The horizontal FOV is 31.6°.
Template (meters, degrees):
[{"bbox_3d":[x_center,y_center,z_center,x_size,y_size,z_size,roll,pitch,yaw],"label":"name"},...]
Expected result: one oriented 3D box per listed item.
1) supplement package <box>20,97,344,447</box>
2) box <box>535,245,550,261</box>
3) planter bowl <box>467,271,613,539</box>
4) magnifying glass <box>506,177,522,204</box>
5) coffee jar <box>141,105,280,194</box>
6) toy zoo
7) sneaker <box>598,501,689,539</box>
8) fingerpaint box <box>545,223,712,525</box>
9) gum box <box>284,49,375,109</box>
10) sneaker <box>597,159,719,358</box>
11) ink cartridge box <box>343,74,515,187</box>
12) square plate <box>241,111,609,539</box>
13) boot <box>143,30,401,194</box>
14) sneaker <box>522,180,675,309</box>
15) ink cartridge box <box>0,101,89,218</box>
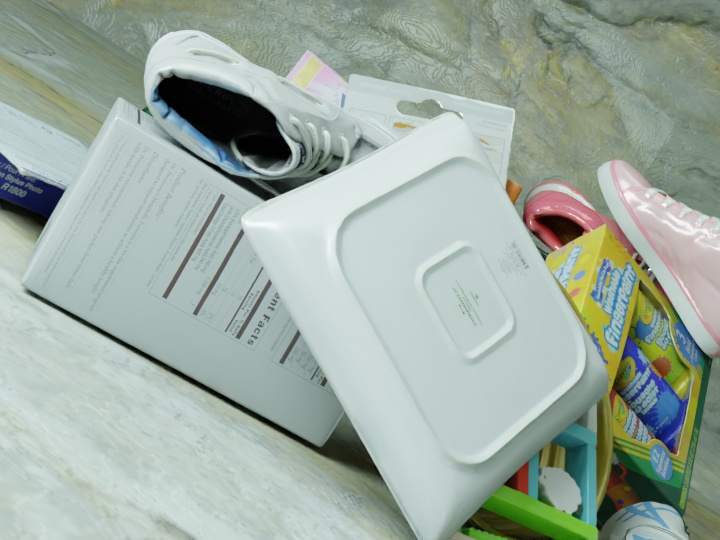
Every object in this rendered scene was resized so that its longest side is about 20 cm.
[{"bbox_3d":[-0.085,-0.001,0.764,0.199,0.110,0.114,30,6,-14],"label":"supplement package"},{"bbox_3d":[0.149,0.061,1.217,0.199,0.165,0.086,31,6,-1],"label":"box"},{"bbox_3d":[0.070,0.084,0.818,0.199,0.202,0.083,28,-36,-34],"label":"planter bowl"},{"bbox_3d":[0.089,0.008,1.154,0.079,0.202,0.022,28,-2,0],"label":"magnifying glass"},{"bbox_3d":[-0.125,-0.080,0.980,0.104,0.086,0.200,35,-7,-18],"label":"coffee jar"},{"bbox_3d":[0.096,0.087,0.765,0.131,0.202,0.020,28,-36,-35],"label":"toy zoo"},{"bbox_3d":[0.180,0.192,0.817,0.071,0.073,0.200,5,1,-3],"label":"sneaker"},{"bbox_3d":[0.211,0.089,1.064,0.167,0.073,0.201,48,40,-16],"label":"fingerpaint box"},{"bbox_3d":[-0.065,-0.089,1.190,0.113,0.201,0.066,39,5,0],"label":"gum box"},{"bbox_3d":[0.300,-0.033,1.126,0.075,0.104,0.201,-2,58,-60],"label":"sneaker"},{"bbox_3d":[0.046,-0.063,1.130,0.158,0.202,0.047,11,-22,-2],"label":"ink cartridge box"},{"bbox_3d":[0.052,0.020,0.717,0.197,0.028,0.201,-30,91,-43],"label":"square plate"},{"bbox_3d":[-0.039,-0.067,0.742,0.198,0.074,0.096,26,17,-13],"label":"boot"},{"bbox_3d":[0.234,-0.009,1.202,0.199,0.074,0.087,30,21,10],"label":"sneaker"},{"bbox_3d":[-0.228,-0.069,0.903,0.200,0.044,0.196,39,7,36],"label":"ink cartridge box"}]
